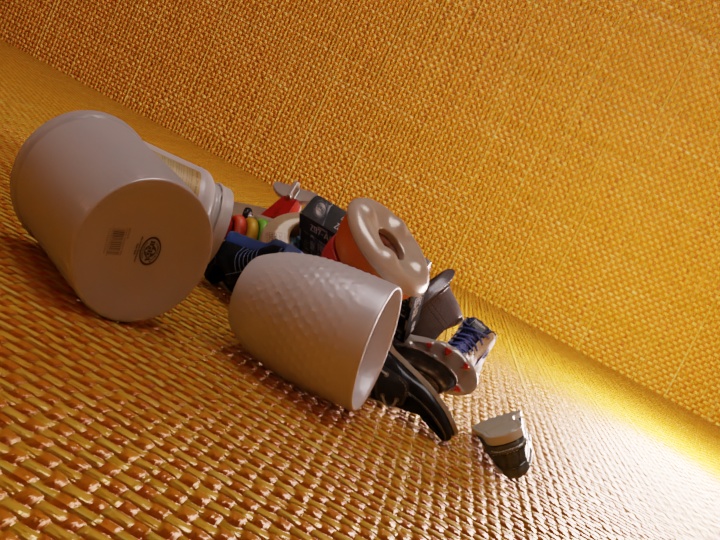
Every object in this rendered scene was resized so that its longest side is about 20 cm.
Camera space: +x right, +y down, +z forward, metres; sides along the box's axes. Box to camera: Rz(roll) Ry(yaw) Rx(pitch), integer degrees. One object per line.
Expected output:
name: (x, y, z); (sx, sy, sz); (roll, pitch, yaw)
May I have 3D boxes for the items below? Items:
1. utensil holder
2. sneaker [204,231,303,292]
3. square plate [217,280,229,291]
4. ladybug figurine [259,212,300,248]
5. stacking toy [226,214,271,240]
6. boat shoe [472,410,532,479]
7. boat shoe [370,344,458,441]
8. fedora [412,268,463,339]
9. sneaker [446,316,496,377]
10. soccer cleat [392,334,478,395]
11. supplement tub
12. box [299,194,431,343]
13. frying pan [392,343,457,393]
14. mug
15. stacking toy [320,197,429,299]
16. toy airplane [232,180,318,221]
utensil holder: (-0.271, -0.061, 0.897); (0.168, 0.173, 0.199); (19, 12, -45)
sneaker: (-0.142, 0.002, 1.144); (0.197, 0.079, 0.070); (12, -28, 46)
square plate: (-0.187, 0.002, 1.326); (0.196, 0.029, 0.199); (21, 10, -48)
ladybug figurine: (-0.083, -0.024, 1.338); (0.195, 0.072, 0.139); (10, 59, -26)
stacking toy: (-0.175, -0.055, 1.383); (0.196, 0.087, 0.085); (16, 11, -30)
boat shoe: (0.193, 0.230, 1.093); (0.200, 0.071, 0.063); (25, 45, -83)
boat shoe: (0.044, 0.149, 1.052); (0.200, 0.067, 0.072); (44, -17, 19)
fedora: (0.114, 0.083, 1.422); (0.091, 0.176, 0.200); (50, -18, 2)
sneaker: (0.163, 0.132, 1.360); (0.080, 0.117, 0.198); (28, 7, 26)
soccer cleat: (0.090, 0.132, 1.256); (0.196, 0.071, 0.078); (23, -6, 13)
supplement tub: (-0.292, -0.097, 1.158); (0.197, 0.147, 0.144); (23, 8, -28)
box: (0.000, 0.000, 1.189); (0.197, 0.044, 0.162); (31, -33, 17)
frying pan: (0.053, 0.123, 1.163); (0.188, 0.031, 0.115); (32, -26, -10)
mug: (-0.054, 0.067, 0.966); (0.172, 0.150, 0.201); (21, -16, 13)
stacking toy: (-0.020, 0.019, 1.061); (0.145, 0.199, 0.148); (38, 27, -24)
toy airplane: (-0.155, -0.078, 1.553); (0.194, 0.144, 0.201); (-9, 35, -25)
